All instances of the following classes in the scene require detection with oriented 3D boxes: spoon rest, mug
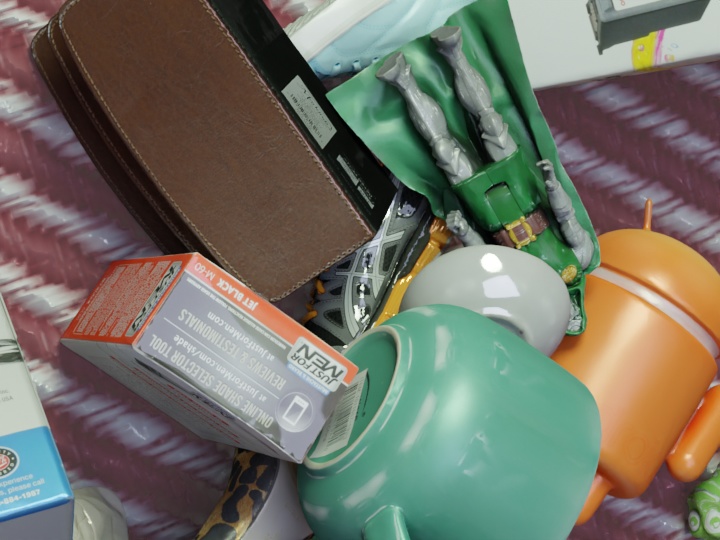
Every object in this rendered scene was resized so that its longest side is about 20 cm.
[{"bbox_3d":[0.051,0.065,1.169,0.099,0.061,0.201,19,120,-15],"label":"spoon rest"},{"bbox_3d":[0.041,0.099,1.045,0.114,0.185,0.152,33,93,-22],"label":"mug"}]

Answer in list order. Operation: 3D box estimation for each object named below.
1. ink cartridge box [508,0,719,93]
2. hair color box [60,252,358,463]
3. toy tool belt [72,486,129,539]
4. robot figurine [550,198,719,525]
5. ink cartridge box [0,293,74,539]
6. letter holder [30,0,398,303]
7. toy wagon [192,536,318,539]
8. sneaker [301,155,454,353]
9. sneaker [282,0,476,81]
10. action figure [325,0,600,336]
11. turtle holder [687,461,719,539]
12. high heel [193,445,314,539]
[{"bbox_3d":[0.193,-0.164,1.176,0.199,0.148,0.086,-10,94,20],"label":"ink cartridge box"},{"bbox_3d":[-0.089,0.046,1.095,0.111,0.200,0.064,36,79,-16],"label":"hair color box"},{"bbox_3d":[-0.192,0.224,1.119,0.122,0.125,0.201,-5,88,16],"label":"toy tool belt"},{"bbox_3d":[0.158,0.061,1.225,0.143,0.117,0.201,27,78,28],"label":"robot figurine"},{"bbox_3d":[-0.250,0.078,1.050,0.145,0.085,0.201,-14,56,-18],"label":"ink cartridge box"},{"bbox_3d":[-0.097,-0.075,1.118,0.142,0.101,0.200,-33,99,16],"label":"letter holder"},{"bbox_3d":[-0.060,0.211,1.189,0.199,0.040,0.156,20,83,-18],"label":"toy wagon"},{"bbox_3d":[0.000,0.000,1.198,0.077,0.078,0.201,31,77,-1],"label":"sneaker"},{"bbox_3d":[0.020,-0.140,1.200,0.199,0.074,0.082,-32,97,-15],"label":"sneaker"},{"bbox_3d":[0.081,-0.045,1.143,0.118,0.055,0.201,-29,108,12],"label":"action figure"},{"bbox_3d":[0.318,0.168,1.266,0.185,0.141,0.132,23,84,-19],"label":"turtle holder"},{"bbox_3d":[-0.092,0.158,1.121,0.142,0.200,0.072,-26,120,4],"label":"high heel"}]
